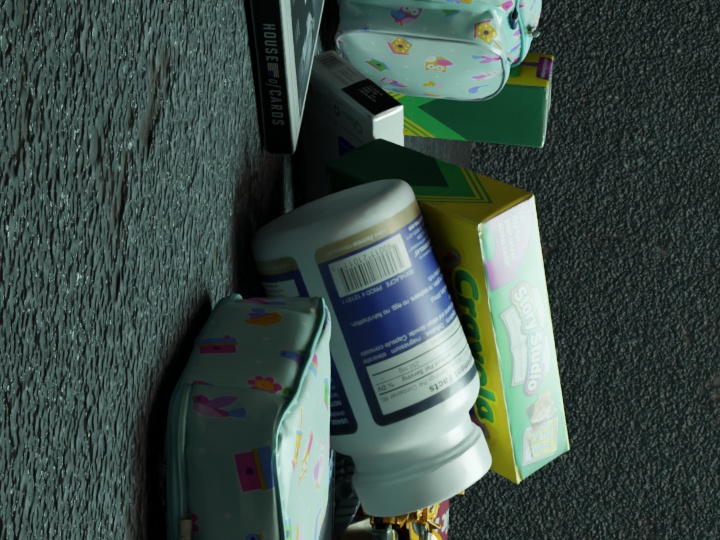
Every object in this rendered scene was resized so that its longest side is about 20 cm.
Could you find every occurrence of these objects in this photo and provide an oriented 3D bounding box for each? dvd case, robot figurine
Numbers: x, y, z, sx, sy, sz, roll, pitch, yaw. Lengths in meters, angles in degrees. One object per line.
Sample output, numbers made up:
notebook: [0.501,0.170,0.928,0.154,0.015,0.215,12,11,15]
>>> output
dvd case: [-0.045,-0.203,1.316,0.151,0.024,0.201,86,10,-50]
robot figurine: [0.043,0.180,1.550,0.200,0.058,0.147,61,29,-68]

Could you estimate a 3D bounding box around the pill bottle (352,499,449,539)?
pill bottle: [0.022,0.229,1.724,0.114,0.113,0.202,-60,152,-76]

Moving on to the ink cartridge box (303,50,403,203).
ink cartridge box: [-0.005,-0.059,1.483,0.095,0.037,0.202,41,-37,40]

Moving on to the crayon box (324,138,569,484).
crayon box: [0.060,0.026,1.364,0.172,0.058,0.202,26,-46,50]

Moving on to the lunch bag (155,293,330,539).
lunch bag: [-0.062,0.115,1.096,0.200,0.076,0.162,-72,165,-66]

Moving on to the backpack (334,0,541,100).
backpack: [0.064,-0.223,1.605,0.200,0.174,0.155,28,67,-78]

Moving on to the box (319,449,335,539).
box: [-0.051,0.176,1.361,0.200,0.049,0.201,-68,161,-73]

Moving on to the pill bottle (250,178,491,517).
pill bottle: [0.012,0.051,1.285,0.116,0.115,0.202,-62,133,-75]

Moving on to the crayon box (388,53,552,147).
crayon box: [0.088,-0.164,1.789,0.200,0.170,0.059,-63,157,-74]

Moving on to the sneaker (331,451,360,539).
sneaker: [-0.019,0.102,1.490,0.082,0.069,0.203,-29,124,-78]

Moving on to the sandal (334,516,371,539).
sandal: [-0.015,0.241,1.609,0.211,0.069,0.079,7,78,-58]
